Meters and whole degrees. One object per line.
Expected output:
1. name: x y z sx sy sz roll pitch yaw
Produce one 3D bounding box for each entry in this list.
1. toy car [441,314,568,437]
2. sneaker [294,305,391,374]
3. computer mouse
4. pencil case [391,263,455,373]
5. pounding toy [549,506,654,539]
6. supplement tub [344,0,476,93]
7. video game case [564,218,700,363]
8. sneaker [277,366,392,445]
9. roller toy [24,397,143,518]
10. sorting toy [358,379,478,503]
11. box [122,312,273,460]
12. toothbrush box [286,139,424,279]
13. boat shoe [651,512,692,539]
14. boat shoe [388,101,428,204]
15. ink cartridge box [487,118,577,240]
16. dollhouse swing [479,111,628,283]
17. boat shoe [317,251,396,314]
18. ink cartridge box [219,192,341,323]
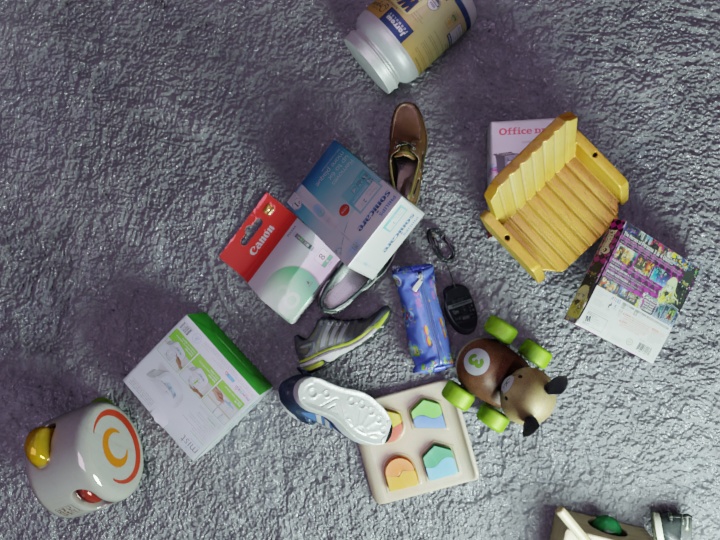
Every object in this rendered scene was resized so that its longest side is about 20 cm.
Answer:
1. toy car: 0.250 0.190 1.017 0.157 0.200 0.165 33 91 -15
2. sneaker: -0.036 0.111 1.140 0.199 0.074 0.081 -30 82 5
3. computer mouse: 0.158 0.020 1.133 0.058 0.034 0.201 -13 79 -20
4. pencil case: 0.110 0.083 1.111 0.078 0.087 0.201 -12 88 -8
5. pounding toy: 0.384 0.482 1.033 0.183 0.142 0.201 11 91 8
6. supplement tub: 0.084 -0.421 1.096 0.200 0.144 0.145 -42 84 5
7. video game case: 0.449 0.038 1.037 0.199 0.036 0.182 24 93 -25
8. sneaker: -0.053 0.246 1.126 0.199 0.146 0.081 30 68 -16
9. roller toy: -0.500 0.343 1.143 0.139 0.200 0.183 -22 92 8
10. sorting toy: 0.094 0.309 1.133 0.199 0.036 0.186 -16 87 8
11. box: -0.298 0.210 1.162 0.200 0.097 0.177 45 96 6
12. toothbrush box: -0.012 -0.106 1.087 0.147 0.085 0.200 -51 55 10
13. boat shoe: 0.533 0.504 1.046 0.067 0.072 0.201 -8 86 12
14. boat shoe: 0.085 -0.207 1.129 0.071 0.068 0.201 -2 88 8
15. ink cartridge box: 0.293 -0.153 1.090 0.147 0.086 0.201 -1 90 8
16. dollhouse swing: 0.302 -0.106 0.958 0.200 0.176 0.182 -43 85 4
17. boat shoe: 0.000 0.000 1.133 0.075 0.060 0.200 37 88 1
18. ink cartridge box: -0.150 -0.026 1.171 0.200 0.050 0.161 38 94 5
